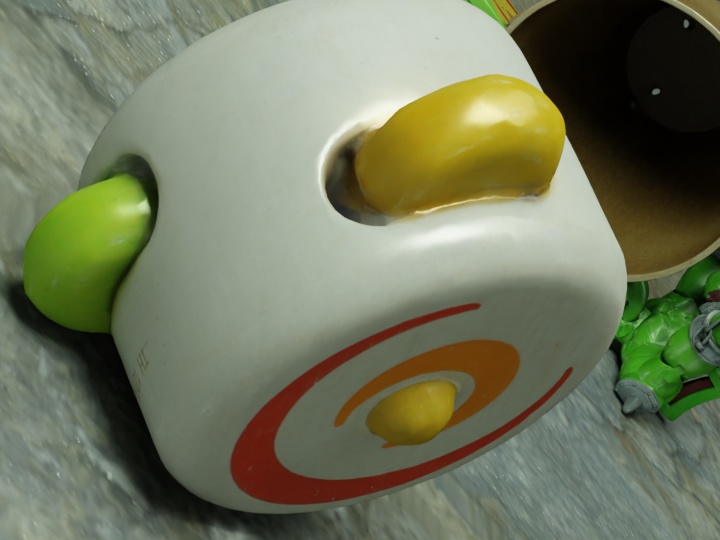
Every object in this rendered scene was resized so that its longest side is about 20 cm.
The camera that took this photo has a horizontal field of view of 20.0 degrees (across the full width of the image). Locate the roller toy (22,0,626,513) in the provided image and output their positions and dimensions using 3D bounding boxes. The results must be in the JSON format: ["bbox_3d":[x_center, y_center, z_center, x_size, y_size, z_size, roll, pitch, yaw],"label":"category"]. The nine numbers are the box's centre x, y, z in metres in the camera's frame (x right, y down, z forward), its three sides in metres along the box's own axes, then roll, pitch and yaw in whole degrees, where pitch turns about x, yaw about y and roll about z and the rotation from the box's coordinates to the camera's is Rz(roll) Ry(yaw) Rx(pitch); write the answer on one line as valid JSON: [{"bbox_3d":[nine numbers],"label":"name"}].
[{"bbox_3d":[0.000,0.000,0.748,0.182,0.200,0.140,33,30,-59],"label":"roller toy"}]

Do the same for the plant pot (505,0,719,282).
[{"bbox_3d":[0.193,-0.112,1.328,0.187,0.186,0.200,55,30,-1],"label":"plant pot"}]

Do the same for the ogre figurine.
[{"bbox_3d":[0.217,0.032,1.306,0.098,0.120,0.200,41,22,-23],"label":"ogre figurine"}]

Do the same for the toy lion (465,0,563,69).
[{"bbox_3d":[0.082,-0.191,1.453,0.200,0.069,0.192,54,13,-3],"label":"toy lion"}]
